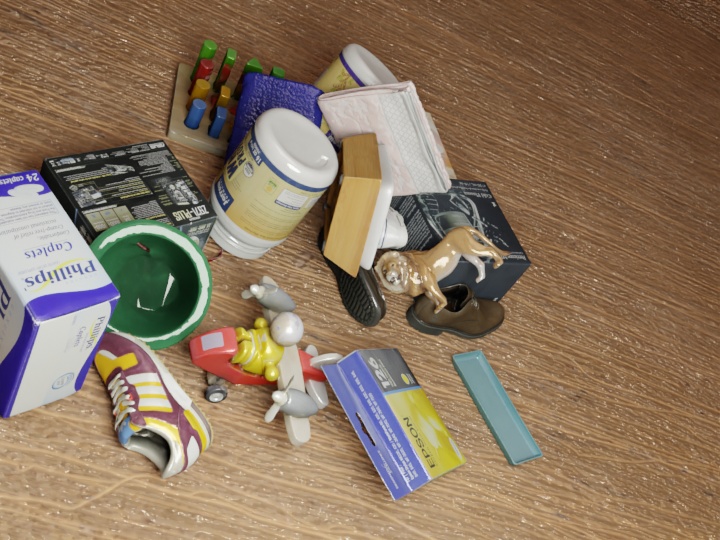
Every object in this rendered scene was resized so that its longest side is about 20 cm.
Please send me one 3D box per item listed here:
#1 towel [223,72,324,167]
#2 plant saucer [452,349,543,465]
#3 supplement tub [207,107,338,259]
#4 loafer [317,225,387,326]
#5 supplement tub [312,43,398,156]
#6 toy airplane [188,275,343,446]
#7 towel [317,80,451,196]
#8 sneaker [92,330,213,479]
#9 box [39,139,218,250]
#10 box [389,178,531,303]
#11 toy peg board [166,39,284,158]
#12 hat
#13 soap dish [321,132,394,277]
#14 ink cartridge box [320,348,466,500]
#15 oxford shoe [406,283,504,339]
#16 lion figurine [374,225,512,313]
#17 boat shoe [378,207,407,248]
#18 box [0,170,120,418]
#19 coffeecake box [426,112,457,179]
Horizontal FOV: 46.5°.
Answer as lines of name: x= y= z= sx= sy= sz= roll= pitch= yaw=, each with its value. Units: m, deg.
towel: x=-0.144 y=-0.218 z=1.395 sx=0.145 sy=0.050 sz=0.204 roll=12 pitch=81 yaw=-7
plant saucer: x=0.214 y=0.218 z=1.339 sx=0.069 sy=0.019 sz=0.202 roll=-4 pitch=55 yaw=-38
supplement tub: x=-0.140 y=-0.127 z=1.266 sx=0.143 sy=0.200 sz=0.146 roll=28 pitch=36 yaw=-23
loafer: x=0.000 y=0.000 z=1.353 sx=0.070 sy=0.073 sz=0.202 roll=-3 pitch=53 yaw=-35
supplement tub: x=-0.031 y=-0.280 z=1.484 sx=0.145 sy=0.200 sz=0.146 roll=38 pitch=22 yaw=-19
toy airplane: x=-0.105 y=0.111 z=1.117 sx=0.199 sy=0.142 sz=0.199 roll=39 pitch=39 yaw=5
towel: x=0.039 y=-0.207 z=1.374 sx=0.032 sy=0.188 sz=0.202 roll=-51 pitch=128 yaw=-36
sneaker: x=-0.269 y=0.157 z=1.007 sx=0.199 sy=0.075 sz=0.090 roll=42 pitch=35 yaw=9
box: x=-0.332 y=-0.087 z=1.192 sx=0.198 sy=0.087 sz=0.164 roll=-21 pitch=64 yaw=-45
box: x=0.162 y=-0.052 z=1.487 sx=0.197 sy=0.124 sz=0.199 roll=0 pitch=53 yaw=-35
toy peg board: x=-0.222 y=-0.298 z=1.469 sx=0.197 sy=0.098 sz=0.202 roll=17 pitch=43 yaw=-21
hat: x=-0.294 y=0.012 z=1.159 sx=0.198 sy=0.168 sz=0.176 roll=29 pitch=-2 yaw=-23
soap dish: x=-0.008 y=-0.109 z=1.290 sx=0.080 sy=0.160 sz=0.201 roll=12 pitch=27 yaw=-8
ink cartridge box: x=0.050 y=0.199 z=1.149 sx=0.200 sy=0.047 sz=0.199 roll=59 pitch=18 yaw=16
oxford shoe: x=0.178 y=0.065 z=1.412 sx=0.197 sy=0.085 sz=0.073 roll=1 pitch=48 yaw=-36
lion figurine: x=0.129 y=-0.016 z=1.321 sx=0.198 sy=0.073 sz=0.124 roll=-34 pitch=83 yaw=-4
boat shoe: x=0.042 y=-0.070 z=1.409 sx=0.064 sy=0.075 sz=0.200 roll=11 pitch=17 yaw=-7
box: x=-0.390 y=0.027 z=0.961 sx=0.104 sy=0.185 sz=0.201 roll=-20 pitch=63 yaw=-46
coffeecake box: x=0.087 y=-0.234 z=1.646 sx=0.151 sy=0.073 sz=0.202 roll=8 pitch=46 yaw=-28
